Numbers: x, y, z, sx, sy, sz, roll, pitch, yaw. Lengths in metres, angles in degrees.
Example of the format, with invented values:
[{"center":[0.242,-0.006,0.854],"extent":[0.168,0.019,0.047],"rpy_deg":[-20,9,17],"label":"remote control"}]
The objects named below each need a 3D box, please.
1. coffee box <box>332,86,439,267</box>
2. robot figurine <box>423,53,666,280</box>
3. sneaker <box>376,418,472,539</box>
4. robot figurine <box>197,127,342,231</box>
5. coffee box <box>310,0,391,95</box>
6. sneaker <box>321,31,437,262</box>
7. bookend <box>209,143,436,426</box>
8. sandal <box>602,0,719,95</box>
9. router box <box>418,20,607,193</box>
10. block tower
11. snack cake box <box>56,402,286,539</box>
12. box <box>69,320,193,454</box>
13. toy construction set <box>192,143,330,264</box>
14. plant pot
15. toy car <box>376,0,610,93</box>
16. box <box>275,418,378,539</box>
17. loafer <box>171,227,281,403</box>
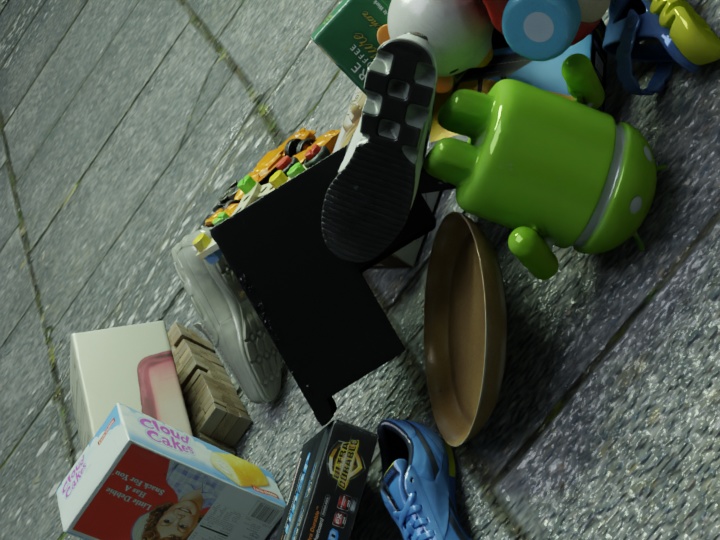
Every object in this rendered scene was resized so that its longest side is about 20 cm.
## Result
[{"center":[0.027,-0.108,1.304],"extent":[0.112,0.079,0.202],"rpy_deg":[-1,65,53],"label":"coffee box"},{"center":[0.156,-0.085,1.025],"extent":[0.116,0.198,0.178],"rpy_deg":[137,152,-77],"label":"robot figurine"},{"center":[0.050,0.212,1.037],"extent":[0.066,0.078,0.202],"rpy_deg":[-39,40,25],"label":"sneaker"},{"center":[-0.096,-0.088,1.417],"extent":[0.200,0.058,0.144],"rpy_deg":[-47,28,-21],"label":"robot figurine"},{"center":[0.061,-0.248,1.151],"extent":[0.200,0.123,0.044],"rpy_deg":[-48,17,5],"label":"coffee box"},{"center":[0.025,-0.104,1.043],"extent":[0.089,0.073,0.202],"rpy_deg":[-59,-10,-67],"label":"sneaker"},{"center":[0.000,0.000,1.117],"extent":[0.199,0.200,0.092],"rpy_deg":[-32,-4,1],"label":"bookend"},{"center":[0.247,-0.228,1.107],"extent":[0.087,0.079,0.201],"rpy_deg":[-47,34,25],"label":"sandal"},{"center":[0.133,-0.160,1.171],"extent":[0.198,0.051,0.151],"rpy_deg":[-8,62,30],"label":"router box"},{"center":[-0.185,0.138,1.429],"extent":[0.058,0.054,0.200],"rpy_deg":[-53,34,12],"label":"block tower"},{"center":[-0.186,0.229,1.228],"extent":[0.115,0.199,0.067],"rpy_deg":[-52,33,10],"label":"snack cake box"},{"center":[-0.249,0.177,1.354],"extent":[0.128,0.107,0.202],"rpy_deg":[109,148,-53],"label":"box"},{"center":[-0.076,-0.055,1.248],"extent":[0.199,0.093,0.132],"rpy_deg":[7,50,48],"label":"toy construction set"},{"center":[0.091,0.050,1.070],"extent":[0.200,0.027,0.203],"rpy_deg":[180,90,-79],"label":"plant pot"},{"center":[0.098,-0.223,1.073],"extent":[0.200,0.176,0.185],"rpy_deg":[-50,4,39],"label":"toy car"},{"center":[-0.046,0.246,1.108],"extent":[0.159,0.045,0.202],"rpy_deg":[128,160,-70],"label":"box"},{"center":[-0.146,0.053,1.348],"extent":[0.069,0.070,0.202],"rpy_deg":[-22,89,31],"label":"loafer"}]
